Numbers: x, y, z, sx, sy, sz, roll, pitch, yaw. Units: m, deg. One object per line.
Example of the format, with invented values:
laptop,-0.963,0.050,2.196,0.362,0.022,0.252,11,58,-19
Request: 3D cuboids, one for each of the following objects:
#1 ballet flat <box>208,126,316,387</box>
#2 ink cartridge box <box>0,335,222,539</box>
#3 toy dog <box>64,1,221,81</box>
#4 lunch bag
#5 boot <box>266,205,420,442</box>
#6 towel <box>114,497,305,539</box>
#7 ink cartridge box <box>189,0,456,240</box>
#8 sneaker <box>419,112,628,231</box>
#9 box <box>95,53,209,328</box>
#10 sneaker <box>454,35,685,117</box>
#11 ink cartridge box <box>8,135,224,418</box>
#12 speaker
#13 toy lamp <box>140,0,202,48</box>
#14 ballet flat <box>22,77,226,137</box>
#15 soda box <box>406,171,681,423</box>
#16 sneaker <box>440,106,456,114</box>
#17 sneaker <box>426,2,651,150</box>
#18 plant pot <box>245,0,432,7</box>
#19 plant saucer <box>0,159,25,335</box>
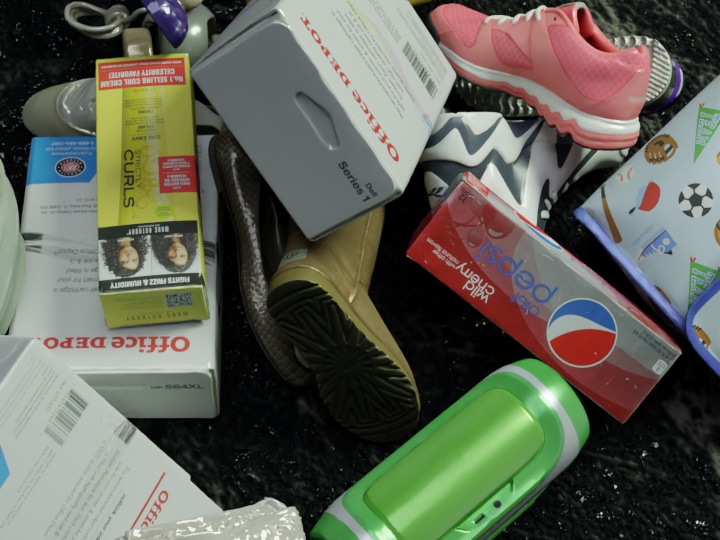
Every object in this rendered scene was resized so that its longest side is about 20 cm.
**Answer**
ballet flat,-0.062,-0.015,0.982,0.046,0.067,0.202,-19,82,25
ink cartridge box,-0.194,0.149,0.877,0.066,0.200,0.116,-2,48,46
toy dog,-0.151,-0.217,1.068,0.131,0.097,0.200,-14,41,-29
lunch bag,0.283,-0.021,0.971,0.170,0.124,0.201,-42,72,10
boot,0.000,0.000,0.991,0.065,0.176,0.201,-17,35,19
towel,-0.079,0.252,0.847,0.131,0.035,0.202,-9,71,-23
ink cartridge box,-0.019,-0.137,0.930,0.083,0.145,0.201,-27,20,28
sneaker,0.130,-0.055,1.043,0.198,0.079,0.131,-2,94,-40
box,-0.149,-0.060,0.946,0.074,0.050,0.202,-4,59,-4
sneaker,0.175,-0.154,1.100,0.198,0.099,0.071,10,93,33
ink cartridge box,-0.175,0.004,0.986,0.144,0.085,0.202,0,60,-3
speaker,0.063,0.147,0.914,0.199,0.089,0.088,-36,67,-20
toy lamp,-0.072,-0.243,0.965,0.199,0.058,0.058,-36,66,0
ballet flat,-0.181,-0.124,1.071,0.198,0.070,0.070,13,60,6
soda box,0.130,0.017,0.956,0.199,0.063,0.070,38,103,-2
sneaker,-0.007,-0.137,1.088,0.199,0.067,0.091,39,73,18
sneaker,0.139,-0.171,1.009,0.199,0.088,0.073,34,33,28
plant pot,0.008,-0.316,1.087,0.197,0.196,0.196,3,23,-9
plant saucer,-0.283,0.014,0.944,0.050,0.199,0.202,21,54,-33
